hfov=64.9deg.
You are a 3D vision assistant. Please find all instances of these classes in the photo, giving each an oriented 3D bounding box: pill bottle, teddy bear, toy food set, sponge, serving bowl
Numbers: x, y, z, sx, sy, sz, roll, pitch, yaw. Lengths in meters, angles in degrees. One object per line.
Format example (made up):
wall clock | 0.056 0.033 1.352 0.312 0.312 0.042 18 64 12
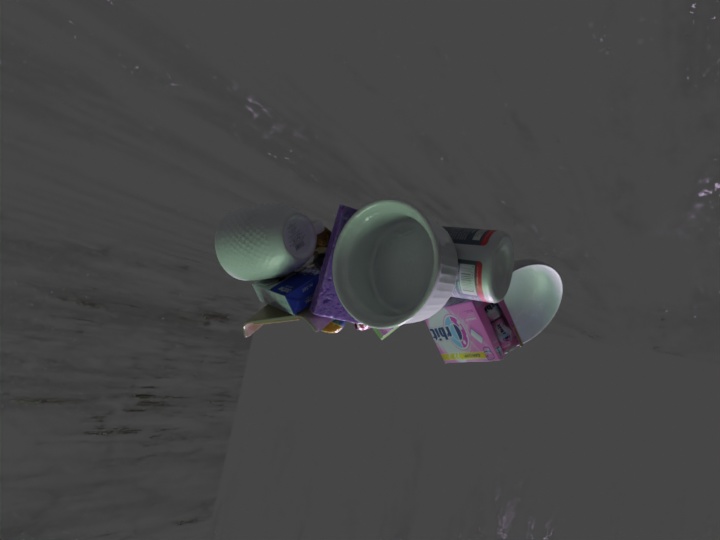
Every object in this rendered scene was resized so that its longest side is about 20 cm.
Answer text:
pill bottle | 0.152 -0.016 0.981 0.198 0.121 0.119 8 173 33
teddy bear | -0.032 -0.024 1.259 0.199 0.067 0.145 34 163 -26
toy food set | -0.123 0.085 1.123 0.199 0.061 0.143 -10 -160 37
sponge | -0.013 -0.008 1.020 0.111 0.202 0.030 13 -170 -25
serving bowl | 0.308 0.059 1.149 0.199 0.201 0.066 16 -157 -32

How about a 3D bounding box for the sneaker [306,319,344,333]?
sneaker | -0.105 0.063 1.254 0.199 0.076 0.088 33 -160 20

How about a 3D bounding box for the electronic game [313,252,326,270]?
electronic game | 0.000 0.000 1.161 0.198 0.042 0.200 12 169 3

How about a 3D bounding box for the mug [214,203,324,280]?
mug | -0.159 -0.066 1.127 0.174 0.149 0.199 -5 -166 43

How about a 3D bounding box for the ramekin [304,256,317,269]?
ramekin | -0.127 0.026 1.407 0.104 0.202 0.200 -25 -175 -17

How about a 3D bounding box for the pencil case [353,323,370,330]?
pencil case | 0.078 0.077 1.247 0.198 0.087 0.083 -9 159 1

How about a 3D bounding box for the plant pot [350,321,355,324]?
plant pot | 0.009 0.024 1.433 0.185 0.189 0.200 10 160 14

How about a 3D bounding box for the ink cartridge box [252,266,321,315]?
ink cartridge box | -0.137 0.033 1.117 0.094 0.045 0.200 -31 -162 -22

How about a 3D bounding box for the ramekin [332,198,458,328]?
ramekin | 0.060 -0.008 0.912 0.199 0.203 0.097 7 179 36

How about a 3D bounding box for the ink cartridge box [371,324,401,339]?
ink cartridge box | 0.095 0.059 1.331 0.104 0.199 0.059 51 169 11

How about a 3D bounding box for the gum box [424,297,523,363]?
gum box | 0.207 0.106 1.062 0.066 0.114 0.200 -25 180 -24
